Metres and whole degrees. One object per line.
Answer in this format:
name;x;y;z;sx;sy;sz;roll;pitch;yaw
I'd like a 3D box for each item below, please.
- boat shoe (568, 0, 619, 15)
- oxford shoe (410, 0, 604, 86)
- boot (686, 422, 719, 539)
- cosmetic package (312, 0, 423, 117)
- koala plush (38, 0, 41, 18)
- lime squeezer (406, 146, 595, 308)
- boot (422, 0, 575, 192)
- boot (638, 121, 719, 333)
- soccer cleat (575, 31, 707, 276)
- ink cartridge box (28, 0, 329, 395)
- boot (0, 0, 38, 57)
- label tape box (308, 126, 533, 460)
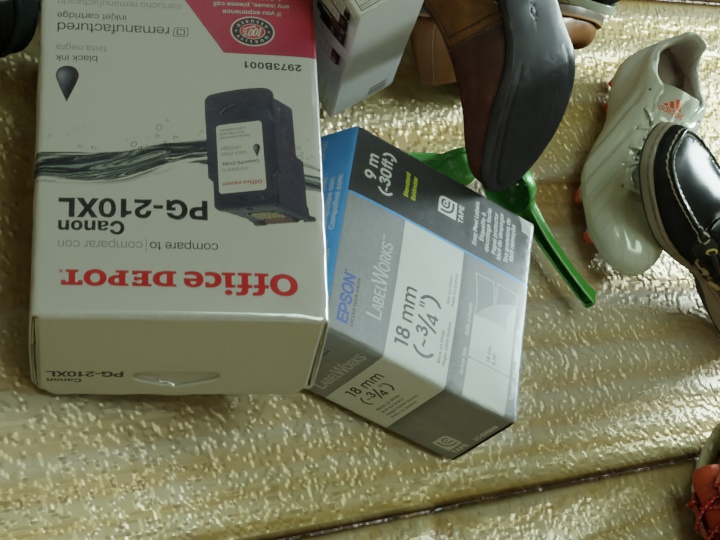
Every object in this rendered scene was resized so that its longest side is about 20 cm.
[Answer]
boat shoe;0.113;-0.256;1.136;0.200;0.068;0.072;39;22;-6
oxford shoe;0.097;-0.154;1.098;0.200;0.071;0.072;-10;108;-48
boot;0.239;0.178;1.003;0.107;0.075;0.200;40;39;-8
cosmetic package;-0.012;-0.155;0.917;0.051;0.200;0.083;-29;84;-9
koala plush;-0.105;-0.224;0.903;0.184;0.177;0.200;54;41;-15
lime squeezer;0.071;-0.047;1.028;0.200;0.038;0.071;27;70;-23
boot;0.033;-0.162;0.978;0.068;0.189;0.200;-29;42;-35
boot;0.279;-0.019;1.050;0.073;0.150;0.200;-54;127;-29
soccer cleat;0.198;-0.086;1.115;0.069;0.078;0.201;31;50;-20
ink cartridge box;-0.094;-0.044;0.830;0.144;0.084;0.201;1;62;-10
boot;-0.275;-0.176;0.807;0.162;0.073;0.199;-22;72;-45
label tape box;0.000;0.000;0.922;0.200;0.063;0.145;27;51;-23
